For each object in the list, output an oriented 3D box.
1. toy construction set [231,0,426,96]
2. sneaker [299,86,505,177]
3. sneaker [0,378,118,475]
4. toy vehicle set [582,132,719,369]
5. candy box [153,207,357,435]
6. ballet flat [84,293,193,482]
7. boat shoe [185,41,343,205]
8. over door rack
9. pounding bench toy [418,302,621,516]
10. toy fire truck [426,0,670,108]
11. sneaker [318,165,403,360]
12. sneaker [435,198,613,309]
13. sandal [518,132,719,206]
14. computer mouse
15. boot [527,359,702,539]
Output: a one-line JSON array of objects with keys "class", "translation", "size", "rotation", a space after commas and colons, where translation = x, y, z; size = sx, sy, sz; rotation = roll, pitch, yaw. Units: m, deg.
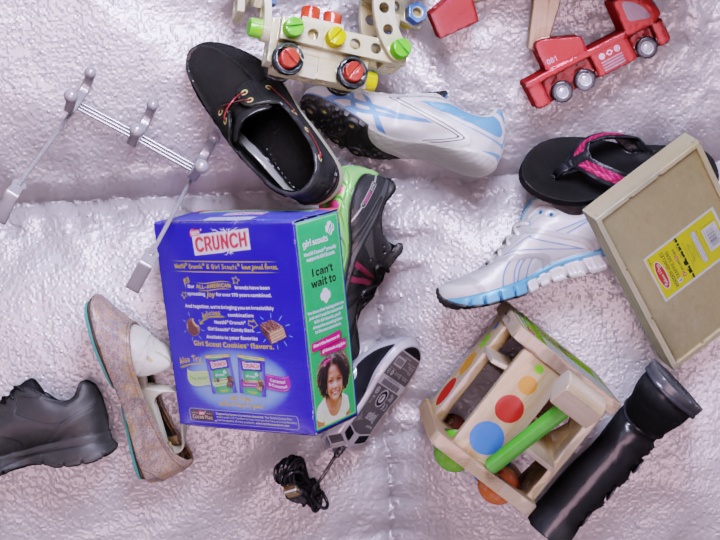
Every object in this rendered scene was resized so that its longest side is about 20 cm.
[{"class": "toy construction set", "translation": [-0.032, -0.232, 1.464], "size": [0.198, 0.092, 0.132], "rotation": [8, 82, -3]}, {"class": "sneaker", "translation": [0.041, -0.143, 1.510], "size": [0.198, 0.072, 0.073], "rotation": [15, 65, 2]}, {"class": "sneaker", "translation": [-0.341, 0.155, 1.549], "size": [0.198, 0.076, 0.092], "rotation": [-9, 91, -7]}, {"class": "toy vehicle set", "translation": [0.305, -0.016, 1.514], "size": [0.124, 0.027, 0.201], "rotation": [-35, 120, -5]}, {"class": "candy box", "translation": [-0.098, 0.044, 1.491], "size": [0.168, 0.077, 0.202], "rotation": [2, 104, 34]}, {"class": "ballet flat", "translation": [-0.208, 0.110, 1.541], "size": [0.067, 0.068, 0.201], "rotation": [-12, 111, 10]}, {"class": "boat shoe", "translation": [-0.096, -0.143, 1.470], "size": [0.074, 0.063, 0.202], "rotation": [-45, 72, 11]}, {"class": "over door rack", "translation": [-0.221, -0.094, 1.443], "size": [0.147, 0.201, 0.067], "rotation": [28, 135, -6]}, {"class": "pounding bench toy", "translation": [0.146, 0.144, 1.492], "size": [0.124, 0.200, 0.156], "rotation": [38, 96, -8]}, {"class": "toy fire truck", "translation": [0.178, -0.233, 1.500], "size": [0.199, 0.049, 0.142], "rotation": [-27, 100, 3]}, {"class": "sneaker", "translation": [0.000, 0.000, 1.522], "size": [0.083, 0.077, 0.202], "rotation": [-1, 112, -18]}, {"class": "sneaker", "translation": [0.161, -0.022, 1.534], "size": [0.199, 0.075, 0.087], "rotation": [-20, 94, -7]}, {"class": "sandal", "translation": [0.249, -0.103, 1.514], "size": [0.198, 0.045, 0.076], "rotation": [-1, 62, -7]}, {"class": "computer mouse", "translation": [-0.013, 0.142, 1.552], "size": [0.044, 0.110, 0.201], "rotation": [34, 87, 29]}, {"class": "boot", "translation": [0.237, 0.180, 1.526], "size": [0.200, 0.165, 0.066], "rotation": [-44, 73, 6]}]
